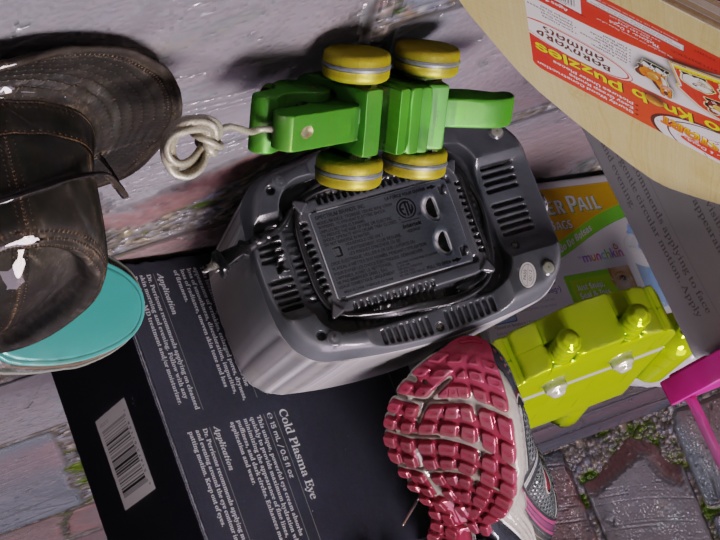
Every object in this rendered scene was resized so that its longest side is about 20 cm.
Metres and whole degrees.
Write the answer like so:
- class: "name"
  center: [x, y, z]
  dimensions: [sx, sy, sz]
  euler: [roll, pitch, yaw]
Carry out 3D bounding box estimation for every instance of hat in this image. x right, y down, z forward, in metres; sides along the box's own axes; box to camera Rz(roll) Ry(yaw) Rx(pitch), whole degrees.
- class: "hat"
  center: [-0.151, -0.012, 0.683]
  dimensions: [0.199, 0.081, 0.201]
  euler: [-21, 168, -5]

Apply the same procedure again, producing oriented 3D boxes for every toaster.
- class: "toaster"
  center: [0.000, 0.000, 0.899]
  dimensions: [0.199, 0.114, 0.129]
  euler: [-17, 169, -22]

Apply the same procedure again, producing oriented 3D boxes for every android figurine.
- class: "android figurine"
  center: [0.123, 0.065, 1.030]
  dimensions: [0.181, 0.041, 0.200]
  euler: [-18, 163, -17]

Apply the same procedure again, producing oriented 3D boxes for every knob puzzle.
- class: "knob puzzle"
  center: [0.130, -0.081, 0.690]
  dimensions: [0.031, 0.219, 0.220]
  euler: [-57, 170, -9]

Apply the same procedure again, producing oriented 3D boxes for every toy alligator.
- class: "toy alligator"
  center: [-0.017, -0.070, 0.734]
  dimensions: [0.199, 0.060, 0.054]
  euler: [-11, -156, -39]

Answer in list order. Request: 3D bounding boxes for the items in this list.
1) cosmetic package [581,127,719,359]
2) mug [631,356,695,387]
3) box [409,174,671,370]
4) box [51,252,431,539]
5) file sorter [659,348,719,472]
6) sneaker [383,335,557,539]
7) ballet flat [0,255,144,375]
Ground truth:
- class: "cosmetic package"
  center: [0.234, -0.083, 0.797]
  dimensions: [0.164, 0.166, 0.200]
  euler: [-19, 168, -26]
- class: "mug"
  center: [0.250, -0.004, 1.250]
  dimensions: [0.175, 0.148, 0.200]
  euler: [-27, -162, 27]
- class: "box"
  center: [0.110, 0.012, 1.109]
  dimensions: [0.199, 0.113, 0.101]
  euler: [-10, 160, -39]
- class: "box"
  center: [-0.063, 0.095, 0.983]
  dimensions: [0.181, 0.201, 0.104]
  euler: [-9, 161, -39]
- class: "file sorter"
  center: [0.268, 0.053, 0.749]
  dimensions: [0.138, 0.126, 0.200]
  euler: [-16, 165, -38]
- class: "sneaker"
  center: [0.066, 0.103, 0.913]
  dimensions: [0.075, 0.080, 0.201]
  euler: [-56, 151, -33]
- class: "ballet flat"
  center: [-0.201, 0.021, 0.815]
  dimensions: [0.199, 0.068, 0.063]
  euler: [-8, -171, -41]
